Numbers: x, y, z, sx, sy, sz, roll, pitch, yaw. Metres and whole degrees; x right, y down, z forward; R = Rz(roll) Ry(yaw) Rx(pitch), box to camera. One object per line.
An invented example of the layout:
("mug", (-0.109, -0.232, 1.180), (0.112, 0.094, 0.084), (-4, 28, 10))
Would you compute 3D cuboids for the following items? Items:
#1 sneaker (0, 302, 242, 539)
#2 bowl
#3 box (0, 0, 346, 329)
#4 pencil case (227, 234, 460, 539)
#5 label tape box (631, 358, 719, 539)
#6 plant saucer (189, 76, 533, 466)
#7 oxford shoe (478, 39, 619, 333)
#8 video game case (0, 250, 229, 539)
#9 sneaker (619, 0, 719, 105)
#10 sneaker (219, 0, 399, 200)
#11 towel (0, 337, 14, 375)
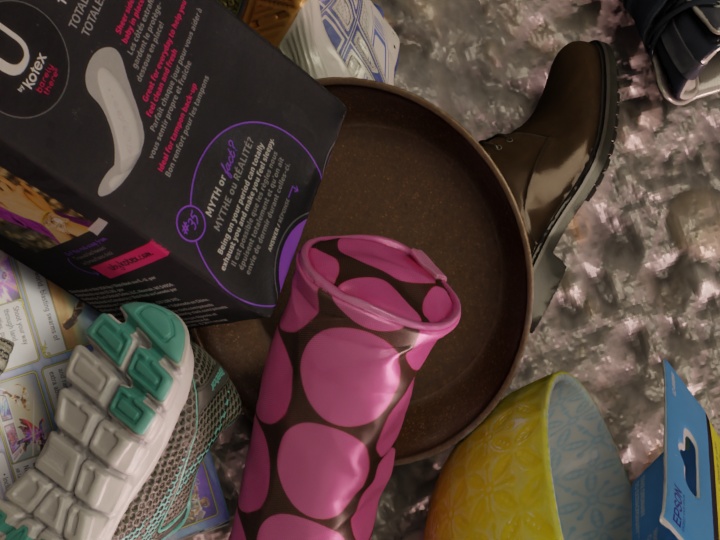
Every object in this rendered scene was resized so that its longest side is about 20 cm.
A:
("sneaker", (-0.119, 0.117, 0.784), (0.201, 0.077, 0.091), (-56, 145, 0))
("bowl", (0.083, 0.163, 0.875), (0.107, 0.200, 0.201), (-18, 83, 18))
("box", (-0.122, -0.070, 0.759), (0.200, 0.106, 0.123), (37, 60, -34))
("pencil case", (-0.009, 0.080, 0.815), (0.093, 0.201, 0.091), (-8, 37, -37))
("label tape box", (0.183, 0.169, 0.886), (0.200, 0.066, 0.144), (54, 24, -20))
("plant saucer", (0.000, 0.000, 0.871), (0.201, 0.200, 0.037), (63, 27, 2))
("oxford shoe", (0.090, -0.057, 0.962), (0.084, 0.073, 0.201), (29, 68, -11))
("video game case", (-0.177, 0.058, 0.825), (0.180, 0.045, 0.201), (-17, 94, -24))
("sneaker", (0.155, -0.179, 0.995), (0.201, 0.077, 0.147), (10, 53, -21))
("sneaker", (-0.025, -0.135, 0.927), (0.088, 0.075, 0.201), (-22, 106, -45))
("towel", (-0.274, 0.097, 0.747), (0.191, 0.035, 0.201), (19, 90, -8))
